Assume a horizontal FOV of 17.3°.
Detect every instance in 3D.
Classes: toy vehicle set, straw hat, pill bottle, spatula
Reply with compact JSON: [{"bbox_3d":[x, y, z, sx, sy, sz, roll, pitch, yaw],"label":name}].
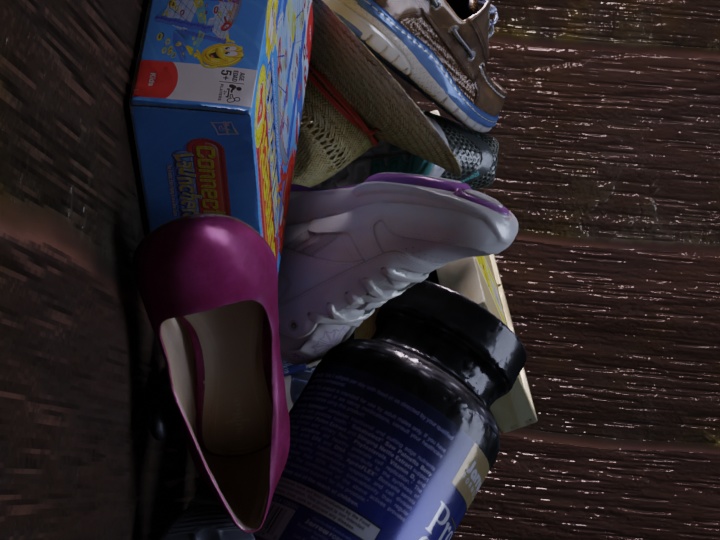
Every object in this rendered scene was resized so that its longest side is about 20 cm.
[{"bbox_3d":[0.074,-0.001,1.608,0.200,0.027,0.124,-101,169,-48],"label":"toy vehicle set"},{"bbox_3d":[-0.032,-0.095,1.386,0.085,0.201,0.201,-42,174,-1],"label":"straw hat"},{"bbox_3d":[0.006,0.109,1.279,0.200,0.112,0.112,-58,167,-18],"label":"pill bottle"},{"bbox_3d":[-0.089,0.055,1.233,0.200,0.021,0.057,-59,139,-75],"label":"spatula"}]

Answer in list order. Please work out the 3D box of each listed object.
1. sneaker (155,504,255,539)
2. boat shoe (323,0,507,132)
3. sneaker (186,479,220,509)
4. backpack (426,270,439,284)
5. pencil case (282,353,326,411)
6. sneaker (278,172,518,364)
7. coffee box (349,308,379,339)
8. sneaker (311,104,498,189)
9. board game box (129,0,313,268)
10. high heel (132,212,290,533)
[{"bbox_3d":[-0.093,0.216,1.207,0.082,0.070,0.200,-175,-89,-75],"label":"sneaker"},{"bbox_3d":[0.049,-0.146,1.457,0.072,0.072,0.200,-52,150,4],"label":"boat shoe"},{"bbox_3d":[-0.074,0.188,1.372,0.115,0.075,0.200,105,1,-84],"label":"sneaker"},{"bbox_3d":[0.007,0.079,1.634,0.176,0.153,0.200,-91,162,-72],"label":"backpack"},{"bbox_3d":[-0.019,0.145,1.412,0.078,0.089,0.200,-13,84,-72],"label":"pencil case"},{"bbox_3d":[0.000,0.000,1.259,0.075,0.200,0.100,10,78,-50],"label":"sneaker"},{"bbox_3d":[-0.030,0.076,1.494,0.080,0.113,0.200,24,72,-86],"label":"coffee box"},{"bbox_3d":[0.015,-0.075,1.570,0.200,0.091,0.078,14,-82,54],"label":"sneaker"},{"bbox_3d":[-0.064,-0.101,1.170,0.200,0.056,0.196,89,7,-59],"label":"board game box"},{"bbox_3d":[-0.066,0.049,1.115,0.200,0.067,0.096,95,-15,-63],"label":"high heel"}]
